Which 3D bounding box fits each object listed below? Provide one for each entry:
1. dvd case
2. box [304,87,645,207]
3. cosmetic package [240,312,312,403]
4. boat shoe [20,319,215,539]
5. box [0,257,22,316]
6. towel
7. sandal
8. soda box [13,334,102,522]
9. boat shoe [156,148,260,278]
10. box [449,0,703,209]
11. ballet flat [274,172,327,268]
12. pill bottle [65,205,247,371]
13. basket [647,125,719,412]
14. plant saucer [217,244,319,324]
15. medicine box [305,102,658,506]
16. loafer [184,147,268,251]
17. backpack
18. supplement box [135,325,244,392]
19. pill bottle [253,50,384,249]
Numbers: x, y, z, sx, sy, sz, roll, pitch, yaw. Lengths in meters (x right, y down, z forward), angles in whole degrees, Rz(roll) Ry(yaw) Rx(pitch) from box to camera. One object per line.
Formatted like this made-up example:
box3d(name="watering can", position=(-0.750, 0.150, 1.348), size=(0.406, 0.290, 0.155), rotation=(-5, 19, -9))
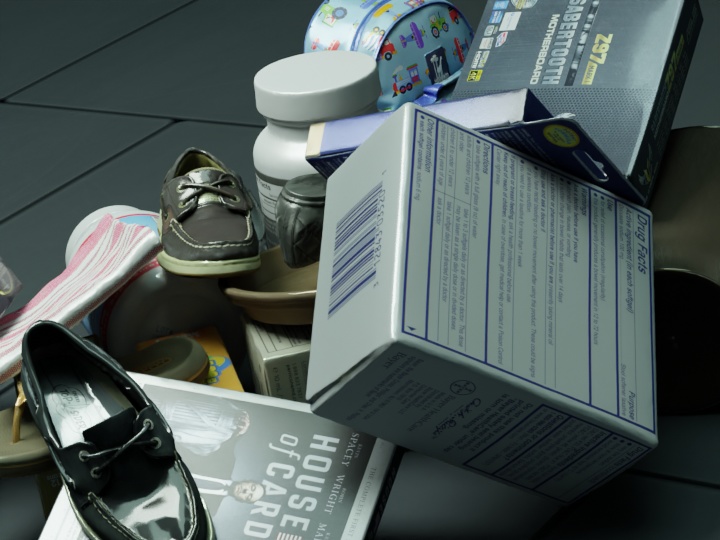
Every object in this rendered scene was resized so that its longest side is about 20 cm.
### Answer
box3d(name="dvd case", position=(-0.086, 0.141, 1.391), size=(0.199, 0.025, 0.151), rotation=(8, 52, 17))
box3d(name="box", position=(0.078, -0.069, 1.485), size=(0.199, 0.121, 0.033), rotation=(-6, 60, 32))
box3d(name="cosmetic package", position=(0.026, 0.062, 1.565), size=(0.199, 0.088, 0.103), rotation=(-13, 19, -7))
box3d(name="boat shoe", position=(-0.154, 0.102, 1.375), size=(0.074, 0.066, 0.200), rotation=(-24, 52, -12))
box3d(name="box", position=(-0.348, 0.077, 1.607), size=(0.200, 0.049, 0.161), rotation=(-32, 13, 25))
box3d(name="towel", position=(-0.208, 0.017, 1.557), size=(0.146, 0.030, 0.200), rotation=(-42, 10, -7))
box3d(name="sandal", position=(-0.186, 0.078, 1.483), size=(0.200, 0.054, 0.080), rotation=(-27, 29, -35))
box3d(name="soda box", position=(-0.196, 0.116, 1.550), size=(0.067, 0.064, 0.200), rotation=(-13, 23, -9))
box3d(name="boat shoe", position=(-0.115, -0.042, 1.618), size=(0.073, 0.065, 0.200), rotation=(-3, 15, -14))
box3d(name="box", position=(0.148, -0.125, 1.611), size=(0.157, 0.051, 0.200), rotation=(3, 53, 26))
box3d(name="ballet flat", position=(0.005, -0.048, 1.615), size=(0.066, 0.057, 0.200), rotation=(24, 25, 33))
box3d(name="pill bottle", position=(-0.162, 0.018, 1.710), size=(0.108, 0.109, 0.200), rotation=(-16, 23, -16))
box3d(name="basket", position=(0.228, 0.002, 1.586), size=(0.180, 0.136, 0.200), rotation=(-9, 25, 19))
box3d(name="plant saucer", position=(0.000, 0.000, 1.571), size=(0.199, 0.030, 0.200), rotation=(-10, 13, 2))
box3d(name="medicine box", position=(0.081, 0.024, 1.413), size=(0.200, 0.103, 0.183), rotation=(23, 50, -24))
box3d(name="loafer", position=(-0.122, -0.050, 1.903), size=(0.068, 0.071, 0.201), rotation=(-15, 24, -13))
box3d(name="backpack", position=(0.041, -0.150, 1.914), size=(0.134, 0.201, 0.182), rotation=(13, 30, 41))
box3d(name="supplement box", position=(-0.109, 0.108, 1.534), size=(0.066, 0.069, 0.200), rotation=(-13, 22, -9))
box3d(name="pill bottle", position=(-0.019, -0.058, 1.719), size=(0.115, 0.201, 0.116), rotation=(-7, 23, 3))
